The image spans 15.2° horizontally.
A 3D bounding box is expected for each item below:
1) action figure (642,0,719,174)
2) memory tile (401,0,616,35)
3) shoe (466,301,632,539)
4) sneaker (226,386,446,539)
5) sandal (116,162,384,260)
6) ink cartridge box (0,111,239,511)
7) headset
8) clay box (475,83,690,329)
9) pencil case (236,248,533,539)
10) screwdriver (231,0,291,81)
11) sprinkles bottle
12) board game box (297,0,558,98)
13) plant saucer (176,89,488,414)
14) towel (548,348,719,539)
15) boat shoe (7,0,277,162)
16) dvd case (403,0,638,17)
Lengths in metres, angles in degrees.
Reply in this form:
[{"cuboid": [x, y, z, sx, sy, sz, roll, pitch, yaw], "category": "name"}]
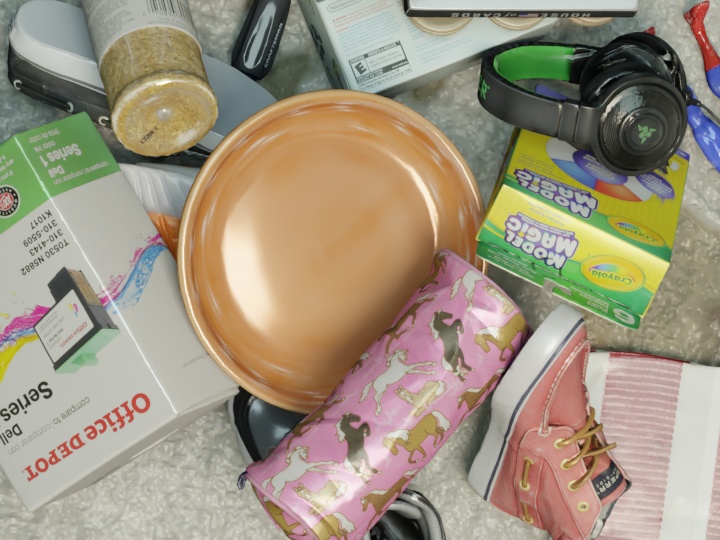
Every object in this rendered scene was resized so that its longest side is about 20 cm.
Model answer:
[{"cuboid": [0.249, -0.078, 1.744, 0.065, 0.099, 0.201, -26, 88, -5], "category": "action figure"}, {"cuboid": [0.093, -0.252, 1.729, 0.152, 0.017, 0.201, -5, 83, -6], "category": "memory tile"}, {"cuboid": [0.129, 0.101, 1.657, 0.091, 0.200, 0.071, 36, 58, 14], "category": "shoe"}, {"cuboid": [-0.006, 0.136, 1.688, 0.075, 0.114, 0.200, -41, 88, -8], "category": "sneaker"}, {"cuboid": [-0.084, -0.024, 1.720, 0.206, 0.059, 0.080, 9, 103, 1], "category": "sandal"}, {"cuboid": [-0.188, 0.027, 1.671, 0.145, 0.084, 0.201, -33, 86, 31], "category": "ink cartridge box"}, {"cuboid": [0.175, -0.119, 1.689, 0.199, 0.124, 0.094, 11, 113, 3], "category": "headset"}, {"cuboid": [0.141, -0.041, 1.683, 0.115, 0.200, 0.048, 25, 116, -1], "category": "clay box"}, {"cuboid": [0.018, 0.081, 1.615, 0.086, 0.083, 0.200, 39, 81, 23], "category": "pencil case"}, {"cuboid": [-0.088, -0.091, 1.752, 0.028, 0.029, 0.201, 20, 82, -2], "category": "screwdriver"}, {"cuboid": [-0.141, -0.164, 1.688, 0.068, 0.068, 0.201, -13, 50, -6], "category": "sprinkles bottle"}, {"cuboid": [0.022, -0.223, 1.758, 0.147, 0.064, 0.201, -21, 87, -7], "category": "board game box"}, {"cuboid": [-0.019, -0.012, 1.661, 0.199, 0.037, 0.201, -2, 95, -17], "category": "plant saucer"}, {"cuboid": [0.228, 0.134, 1.754, 0.199, 0.023, 0.145, 8, 85, -2], "category": "towel"}, {"cuboid": [-0.139, -0.105, 1.730, 0.199, 0.066, 0.070, 22, 41, 2], "category": "boat shoe"}, {"cuboid": [0.100, -0.261, 1.710, 0.149, 0.025, 0.201, 0, 82, -5], "category": "dvd case"}]
